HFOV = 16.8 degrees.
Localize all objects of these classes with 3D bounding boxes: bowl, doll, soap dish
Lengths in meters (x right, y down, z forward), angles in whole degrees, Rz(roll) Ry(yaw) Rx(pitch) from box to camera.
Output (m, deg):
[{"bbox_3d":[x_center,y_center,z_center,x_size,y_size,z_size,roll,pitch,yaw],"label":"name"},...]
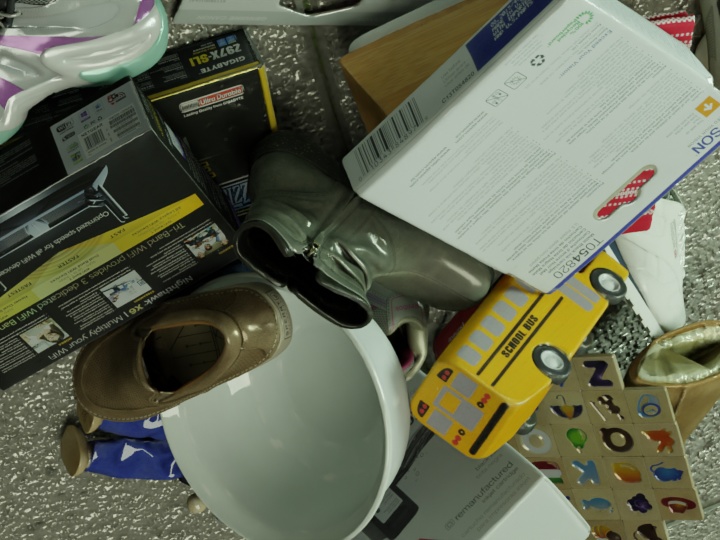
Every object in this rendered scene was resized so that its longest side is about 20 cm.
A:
[{"bbox_3d":[-0.037,0.087,1.679,0.090,0.201,0.202,-24,146,-50],"label":"bowl"},{"bbox_3d":[-0.118,0.122,1.830,0.199,0.049,0.137,7,119,-28],"label":"doll"},{"bbox_3d":[0.087,-0.103,1.681,0.157,0.081,0.200,-24,141,0],"label":"soap dish"}]

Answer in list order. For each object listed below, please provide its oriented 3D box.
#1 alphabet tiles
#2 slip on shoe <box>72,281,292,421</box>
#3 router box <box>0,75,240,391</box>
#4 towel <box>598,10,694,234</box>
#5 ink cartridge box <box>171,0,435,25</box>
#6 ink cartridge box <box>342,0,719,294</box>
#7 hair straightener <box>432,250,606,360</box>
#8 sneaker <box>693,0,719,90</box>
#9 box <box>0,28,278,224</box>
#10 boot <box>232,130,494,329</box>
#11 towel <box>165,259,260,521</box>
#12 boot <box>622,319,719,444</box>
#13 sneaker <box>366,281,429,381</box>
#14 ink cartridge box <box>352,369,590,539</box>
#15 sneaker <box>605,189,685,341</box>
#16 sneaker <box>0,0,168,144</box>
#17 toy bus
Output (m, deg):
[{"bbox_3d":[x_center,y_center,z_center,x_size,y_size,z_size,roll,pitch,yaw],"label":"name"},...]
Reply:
[{"bbox_3d":[0.171,0.142,1.878,0.166,0.006,0.200,-3,127,24],"label":"alphabet tiles"},{"bbox_3d":[-0.134,0.060,1.645,0.200,0.076,0.061,-16,-174,39],"label":"slip on shoe"},{"bbox_3d":[-0.193,-0.021,1.589,0.200,0.052,0.157,-29,143,5],"label":"router box"},{"bbox_3d":[0.143,-0.090,1.644,0.144,0.023,0.200,-9,137,-15],"label":"towel"},{"bbox_3d":[-0.011,-0.222,1.578,0.199,0.044,0.174,-2,155,-22],"label":"ink cartridge box"},{"bbox_3d":[0.123,-0.088,1.590,0.200,0.041,0.200,-42,135,21],"label":"ink cartridge box"},{"bbox_3d":[0.127,0.015,1.816,0.077,0.041,0.200,3,141,-26],"label":"hair straightener"},{"bbox_3d":[0.273,-0.175,1.713,0.074,0.079,0.201,-17,133,-6],"label":"sneaker"},{"bbox_3d":[-0.152,-0.063,1.654,0.199,0.049,0.160,-18,136,-8],"label":"box"},{"bbox_3d":[0.000,0.000,1.617,0.200,0.131,0.068,30,122,-19],"label":"boot"},{"bbox_3d":[-0.091,0.079,1.766,0.111,0.049,0.200,-28,120,-11],"label":"towel"},{"bbox_3d":[0.201,0.118,1.908,0.175,0.066,0.200,-23,159,-18],"label":"boot"},{"bbox_3d":[0.001,0.052,1.776,0.081,0.088,0.200,-9,150,-16],"label":"sneaker"},{"bbox_3d":[0.050,0.176,1.812,0.145,0.200,0.083,-46,131,-5],"label":"ink cartridge box"},{"bbox_3d":[0.214,-0.021,1.832,0.080,0.076,0.200,-37,136,-2],"label":"sneaker"},{"bbox_3d":[-0.230,-0.159,1.523,0.200,0.078,0.140,-29,133,-8],"label":"sneaker"},{"bbox_3d":[0.114,0.049,1.690,0.078,0.200,0.065,35,130,6],"label":"toy bus"}]
